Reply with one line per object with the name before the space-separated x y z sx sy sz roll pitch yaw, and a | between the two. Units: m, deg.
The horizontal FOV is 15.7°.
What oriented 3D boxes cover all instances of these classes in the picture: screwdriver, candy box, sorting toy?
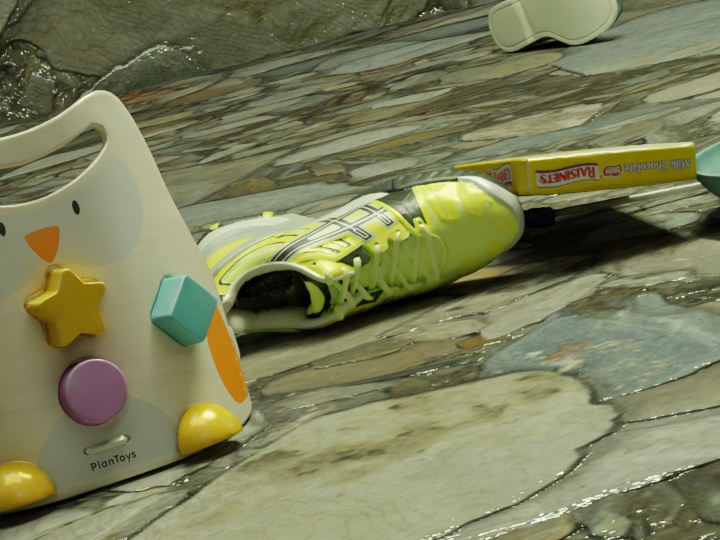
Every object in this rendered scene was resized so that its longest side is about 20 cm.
screwdriver | 0.137 -0.036 1.622 0.198 0.028 0.029 -8 39 -1
candy box | 0.126 -0.059 1.574 0.101 0.027 0.200 -4 1 -10
sorting toy | -0.153 0.012 1.271 0.199 0.181 0.107 -18 10 -19

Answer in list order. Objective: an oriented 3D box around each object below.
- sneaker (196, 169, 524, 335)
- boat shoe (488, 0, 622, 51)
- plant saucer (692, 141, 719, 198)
sneaker | 0.000 0.000 1.503 0.198 0.076 0.077 -16 30 6
boat shoe | 0.209 -0.269 2.670 0.062 0.073 0.199 -25 9 -32
plant saucer | 0.290 -0.066 1.512 0.198 0.036 0.200 -14 10 3
